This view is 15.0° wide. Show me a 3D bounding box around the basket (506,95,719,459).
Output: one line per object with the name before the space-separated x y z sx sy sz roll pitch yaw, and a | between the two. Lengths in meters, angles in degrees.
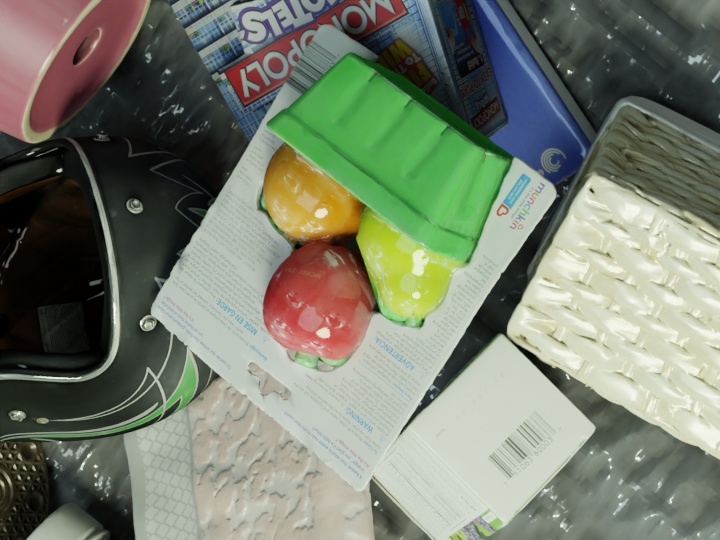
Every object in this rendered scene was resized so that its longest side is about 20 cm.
basket | 0.194 0.014 1.538 0.200 0.123 0.136 29 119 6

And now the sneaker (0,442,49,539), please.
sneaker | -0.271 0.108 1.853 0.076 0.070 0.200 -9 99 46

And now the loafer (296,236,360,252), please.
loafer | 0.000 0.000 1.649 0.071 0.073 0.200 48 143 -6

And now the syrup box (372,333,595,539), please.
syrup box | 0.067 0.107 1.602 0.081 0.200 0.079 45 77 4

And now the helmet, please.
helmet | -0.164 0.010 1.680 0.191 0.200 0.200 -20 99 9

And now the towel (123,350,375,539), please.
towel | -0.070 0.152 1.715 0.191 0.032 0.200 -26 58 33

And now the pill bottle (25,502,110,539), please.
pill bottle | -0.145 0.252 1.806 0.200 0.113 0.113 38 120 8

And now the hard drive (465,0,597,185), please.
hard drive | 0.040 -0.121 1.634 0.132 0.025 0.200 -33 92 31

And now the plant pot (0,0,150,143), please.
plant pot | -0.233 -0.179 1.643 0.179 0.200 0.200 36 119 10

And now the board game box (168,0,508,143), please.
board game box | -0.012 -0.144 1.600 0.200 0.062 0.200 -28 93 30

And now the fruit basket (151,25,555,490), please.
fruit basket | -0.005 -0.009 1.522 0.185 0.094 0.200 37 107 31
